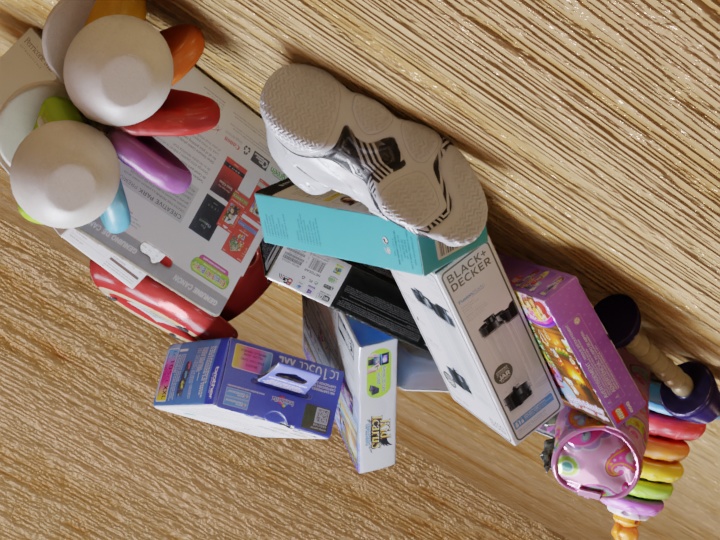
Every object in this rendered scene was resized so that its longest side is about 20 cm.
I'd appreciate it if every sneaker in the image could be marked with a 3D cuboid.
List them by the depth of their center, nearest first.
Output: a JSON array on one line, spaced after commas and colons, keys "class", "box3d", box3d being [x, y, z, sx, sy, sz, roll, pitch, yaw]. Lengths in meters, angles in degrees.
[{"class": "sneaker", "box3d": [0.006, -0.084, 1.300, 0.199, 0.075, 0.115, 33, 171, -4]}]

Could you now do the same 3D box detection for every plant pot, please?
[{"class": "plant pot", "box3d": [-0.181, -0.030, 1.774, 0.199, 0.184, 0.201, 27, 169, 6]}]

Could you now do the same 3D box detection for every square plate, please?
[{"class": "square plate", "box3d": [0.108, 0.090, 1.779, 0.196, 0.029, 0.200, 2, -168, -18]}]

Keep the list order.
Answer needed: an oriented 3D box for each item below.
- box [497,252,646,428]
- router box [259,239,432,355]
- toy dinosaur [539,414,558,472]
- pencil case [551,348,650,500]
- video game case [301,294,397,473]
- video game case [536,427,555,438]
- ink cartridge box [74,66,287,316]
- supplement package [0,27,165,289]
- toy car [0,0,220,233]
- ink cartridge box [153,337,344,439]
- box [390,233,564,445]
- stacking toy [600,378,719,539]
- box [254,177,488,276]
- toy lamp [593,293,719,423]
[{"class": "box", "box3d": [0.161, 0.055, 1.485, 0.137, 0.039, 0.200, 59, 166, -19]}, {"class": "router box", "box3d": [0.000, 0.000, 1.611, 0.199, 0.051, 0.149, 26, -163, -16]}, {"class": "toy dinosaur", "box3d": [0.199, 0.150, 1.674, 0.201, 0.088, 0.047, 56, -150, 13]}, {"class": "pencil case", "box3d": [0.225, 0.133, 1.547, 0.087, 0.088, 0.200, 27, -154, -3]}, {"class": "video game case", "box3d": [-0.014, 0.077, 1.744, 0.201, 0.045, 0.182, -118, 21, -46]}, {"class": "video game case", "box3d": [0.242, 0.171, 1.922, 0.180, 0.036, 0.199, 20, -177, 33]}, {"class": "ink cartridge box", "box3d": [-0.172, -0.082, 1.480, 0.084, 0.177, 0.200, 16, 165, 46]}, {"class": "supplement package", "box3d": [-0.271, -0.108, 1.620, 0.200, 0.111, 0.156, 46, 179, 26]}, {"class": "toy car", "box3d": [-0.191, -0.116, 1.310, 0.149, 0.201, 0.175, 25, -169, -26]}, {"class": "ink cartridge box", "box3d": [-0.109, 0.122, 1.708, 0.136, 0.077, 0.200, 18, 169, -26]}, {"class": "box", "box3d": [0.096, 0.044, 1.467, 0.117, 0.060, 0.201, 34, 155, 57]}, {"class": "stacking toy", "box3d": [0.282, 0.212, 1.694, 0.109, 0.202, 0.116, 16, -174, 42]}, {"class": "box", "box3d": [0.006, -0.045, 1.406, 0.199, 0.082, 0.050, 12, 121, 46]}, {"class": "toy lamp", "box3d": [0.274, 0.086, 1.518, 0.058, 0.059, 0.200, 18, 164, 44]}]
